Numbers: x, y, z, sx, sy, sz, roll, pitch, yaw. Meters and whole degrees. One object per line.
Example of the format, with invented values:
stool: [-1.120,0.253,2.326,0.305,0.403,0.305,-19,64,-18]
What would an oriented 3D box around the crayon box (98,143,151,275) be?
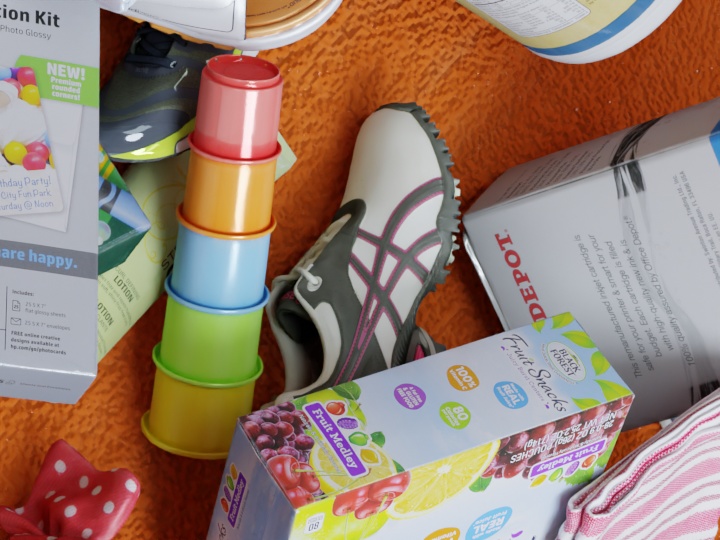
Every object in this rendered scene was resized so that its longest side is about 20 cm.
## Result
crayon box: [-0.215,-0.024,1.428,0.199,0.052,0.126,-29,81,-30]

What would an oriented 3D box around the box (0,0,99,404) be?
box: [-0.198,-0.045,1.392,0.155,0.041,0.201,8,64,-20]

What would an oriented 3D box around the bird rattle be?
bird rattle: [-0.169,0.163,1.424,0.199,0.163,0.113,-6,110,-24]

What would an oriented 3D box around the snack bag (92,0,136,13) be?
snack bag: [-0.121,-0.212,1.453,0.200,0.188,0.021,-54,145,-22]

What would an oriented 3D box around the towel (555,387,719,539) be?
towel: [0.147,0.149,1.599,0.146,0.201,0.030,-33,63,-32]

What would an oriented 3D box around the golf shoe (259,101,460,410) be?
golf shoe: [0.000,0.000,1.568,0.088,0.077,0.201,14,67,-25]

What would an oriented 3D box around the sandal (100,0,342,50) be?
sandal: [-0.106,-0.159,1.457,0.205,0.059,0.080,9,77,2]

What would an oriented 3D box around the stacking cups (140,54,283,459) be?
stacking cups: [-0.069,-0.009,1.501,0.060,0.060,0.201,-6,115,-33]

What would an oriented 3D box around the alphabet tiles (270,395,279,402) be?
alphabet tiles: [0.015,0.173,1.601,0.166,0.008,0.201,7,84,-33]

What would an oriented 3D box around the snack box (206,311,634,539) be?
snack box: [0.022,0.121,1.505,0.199,0.169,0.068,-15,53,-29]

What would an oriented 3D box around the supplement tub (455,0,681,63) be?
supplement tub: [0.075,-0.211,1.581,0.200,0.144,0.145,29,73,-37]

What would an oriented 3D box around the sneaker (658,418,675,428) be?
sneaker: [0.201,0.037,1.709,0.077,0.079,0.201,-36,108,-29]

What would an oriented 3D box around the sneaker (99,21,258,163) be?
sneaker: [-0.086,-0.135,1.520,0.200,0.074,0.081,-56,138,-29]

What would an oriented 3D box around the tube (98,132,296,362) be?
tube: [-0.109,-0.020,1.527,0.052,0.058,0.200,32,61,15]

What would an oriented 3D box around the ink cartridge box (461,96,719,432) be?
ink cartridge box: [0.176,-0.006,1.618,0.147,0.199,0.084,65,30,-14]
